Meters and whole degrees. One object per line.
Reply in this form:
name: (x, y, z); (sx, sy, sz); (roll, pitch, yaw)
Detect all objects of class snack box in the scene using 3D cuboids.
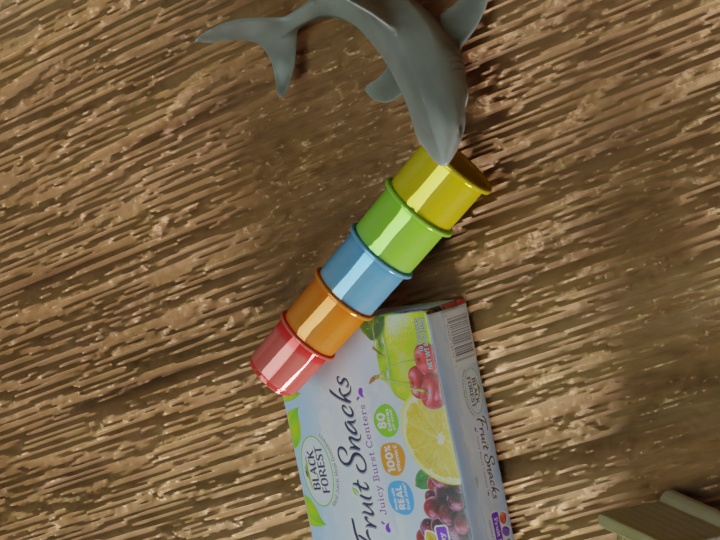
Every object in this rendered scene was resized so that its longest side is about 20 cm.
snack box: (0.023, 0.127, 1.802); (0.142, 0.053, 0.201); (-9, 95, 40)

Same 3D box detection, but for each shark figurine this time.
shark figurine: (-0.005, -0.163, 1.721); (0.214, 0.089, 0.129); (25, 93, 41)

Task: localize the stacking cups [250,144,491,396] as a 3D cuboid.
stacking cups: (0.000, 0.000, 1.740); (0.061, 0.060, 0.200); (46, 104, 19)

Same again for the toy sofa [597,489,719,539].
toy sofa: (0.214, 0.247, 1.679); (0.083, 0.097, 0.201); (20, 116, 59)
